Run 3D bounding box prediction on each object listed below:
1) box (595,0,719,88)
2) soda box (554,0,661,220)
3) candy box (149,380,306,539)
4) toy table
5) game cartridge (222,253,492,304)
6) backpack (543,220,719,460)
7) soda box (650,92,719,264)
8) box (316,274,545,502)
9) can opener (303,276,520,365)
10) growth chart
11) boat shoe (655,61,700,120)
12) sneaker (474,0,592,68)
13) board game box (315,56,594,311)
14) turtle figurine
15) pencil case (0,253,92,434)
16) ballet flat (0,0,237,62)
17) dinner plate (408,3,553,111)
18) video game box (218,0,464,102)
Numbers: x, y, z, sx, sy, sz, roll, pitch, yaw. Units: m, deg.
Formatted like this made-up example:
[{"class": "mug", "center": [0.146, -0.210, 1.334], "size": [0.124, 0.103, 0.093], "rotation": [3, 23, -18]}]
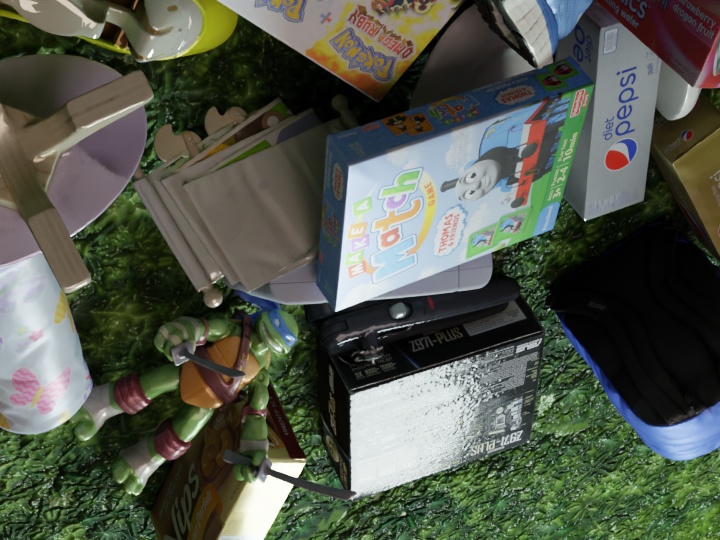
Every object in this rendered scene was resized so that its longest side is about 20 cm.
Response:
[{"class": "box", "center": [0.230, -0.223, 0.851], "size": [0.095, 0.200, 0.100], "rotation": [-6, 132, -27]}, {"class": "soda box", "center": [0.203, -0.143, 1.007], "size": [0.063, 0.068, 0.201], "rotation": [-19, 136, -14]}, {"class": "candy box", "center": [-0.127, 0.202, 1.106], "size": [0.055, 0.116, 0.201], "rotation": [6, 126, -32]}, {"class": "toy table", "center": [-0.224, -0.070, 0.758], "size": [0.200, 0.117, 0.184], "rotation": [-39, 99, -12]}, {"class": "game cartridge", "center": [0.000, 0.000, 0.985], "size": [0.198, 0.133, 0.042], "rotation": [-4, 100, -25]}, {"class": "backpack", "center": [0.311, 0.080, 1.177], "size": [0.162, 0.201, 0.168], "rotation": [-37, 137, 6]}, {"class": "soda box", "center": [0.330, -0.083, 1.134], "size": [0.064, 0.068, 0.200], "rotation": [-37, 137, 7]}, {"class": "box", "center": [0.065, 0.112, 1.152], "size": [0.198, 0.086, 0.165], "rotation": [-16, 135, -15]}, {"class": "can opener", "center": [0.051, 0.035, 1.064], "size": [0.198, 0.079, 0.063], "rotation": [-10, 169, -16]}, {"class": "growth chart", "center": [-0.065, -0.061, 0.894], "size": [0.199, 0.146, 0.018], "rotation": [-22, 174, -26]}, {"class": "boat shoe", "center": [0.279, -0.218, 0.988], "size": [0.068, 0.072, 0.201], "rotation": [-17, 127, -15]}, {"class": "sneaker", "center": [0.107, -0.216, 0.772], "size": [0.089, 0.079, 0.200], "rotation": [-44, 153, 1]}, {"class": "board game box", "center": [0.065, -0.061, 0.869], "size": [0.199, 0.037, 0.152], "rotation": [-20, 144, -21]}, {"class": "turtle figurine", "center": [-0.135, 0.114, 0.966], "size": [0.193, 0.201, 0.144], "rotation": [-30, 144, 15]}, {"class": "pencil case", "center": [-0.264, 0.034, 0.899], "size": [0.090, 0.083, 0.201], "rotation": [-14, 135, -8]}, {"class": "ballet flat", "center": [-0.162, -0.168, 0.780], "size": [0.199, 0.067, 0.067], "rotation": [10, 123, -36]}, {"class": "dinner plate", "center": [0.103, -0.113, 0.944], "size": [0.199, 0.024, 0.202], "rotation": [-25, 124, -42]}, {"class": "video game box", "center": [-0.001, -0.226, 0.779], "size": [0.199, 0.047, 0.182], "rotation": [25, 116, -44]}]
